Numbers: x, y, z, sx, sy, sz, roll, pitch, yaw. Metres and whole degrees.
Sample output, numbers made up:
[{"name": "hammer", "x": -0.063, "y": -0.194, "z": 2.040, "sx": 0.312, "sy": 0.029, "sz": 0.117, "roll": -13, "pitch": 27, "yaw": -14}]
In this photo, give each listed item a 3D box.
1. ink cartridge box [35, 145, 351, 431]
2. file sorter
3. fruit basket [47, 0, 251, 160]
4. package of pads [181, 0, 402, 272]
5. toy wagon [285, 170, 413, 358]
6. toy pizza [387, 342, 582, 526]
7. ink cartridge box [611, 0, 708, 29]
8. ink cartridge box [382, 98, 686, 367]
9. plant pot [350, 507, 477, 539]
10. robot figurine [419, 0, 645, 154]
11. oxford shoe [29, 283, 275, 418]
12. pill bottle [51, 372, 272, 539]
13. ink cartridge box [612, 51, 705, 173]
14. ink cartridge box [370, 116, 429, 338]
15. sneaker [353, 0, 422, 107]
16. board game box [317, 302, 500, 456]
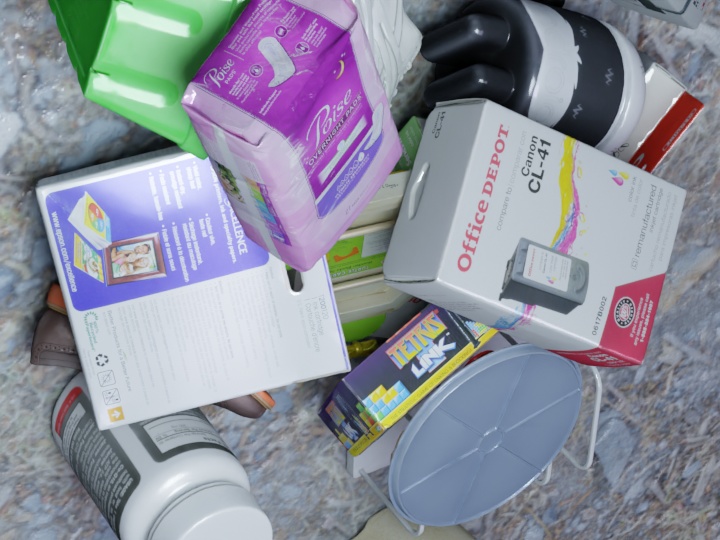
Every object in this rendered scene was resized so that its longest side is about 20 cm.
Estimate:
[{"name": "ink cartridge box", "x": -0.123, "y": 0.004, "z": 1.507, "sx": 0.198, "sy": 0.043, "sz": 0.200, "roll": -13, "pitch": 109, "yaw": -3}, {"name": "file sorter", "x": 0.104, "y": 0.136, "z": 1.844, "sx": 0.199, "sy": 0.125, "sz": 0.140, "roll": -18, "pitch": 132, "yaw": -24}, {"name": "fruit basket", "x": -0.101, "y": -0.165, "z": 1.387, "sx": 0.214, "sy": 0.216, "sz": 0.156, "roll": 1, "pitch": 122, "yaw": -38}, {"name": "package of pads", "x": -0.039, "y": -0.094, "z": 1.319, "sx": 0.121, "sy": 0.075, "sz": 0.200, "roll": -55, "pitch": 159, "yaw": -15}, {"name": "toy wagon", "x": 0.000, "y": 0.000, "z": 1.600, "sx": 0.154, "sy": 0.040, "sz": 0.201, "roll": -13, "pitch": 146, "yaw": -17}, {"name": "toy pizza", "x": 0.104, "y": 0.137, "z": 1.729, "sx": 0.199, "sy": 0.032, "sz": 0.201, "roll": -23, "pitch": 138, "yaw": -22}, {"name": "ink cartridge box", "x": 0.237, "y": -0.280, "z": 1.564, "sx": 0.148, "sy": 0.083, "sz": 0.200, "roll": -68, "pitch": 163, "yaw": 5}, {"name": "ink cartridge box", "x": 0.134, "y": -0.026, "z": 1.527, "sx": 0.199, "sy": 0.085, "sz": 0.149, "roll": 21, "pitch": 80, "yaw": -29}, {"name": "plant pot", "x": 0.073, "y": 0.326, "z": 1.929, "sx": 0.199, "sy": 0.184, "sz": 0.202, "roll": -21, "pitch": 133, "yaw": -24}, {"name": "robot figurine", "x": 0.139, "y": -0.152, "z": 1.628, "sx": 0.199, "sy": 0.125, "sz": 0.151, "roll": 7, "pitch": 112, "yaw": -41}, {"name": "oxford shoe", "x": -0.164, "y": 0.081, "z": 1.584, "sx": 0.199, "sy": 0.071, "sz": 0.073, "roll": 25, "pitch": 86, "yaw": -11}, {"name": "pill bottle", "x": -0.158, "y": 0.165, "z": 1.611, "sx": 0.113, "sy": 0.200, "sz": 0.115, "roll": -20, "pitch": 133, "yaw": -23}, {"name": "ink cartridge box", "x": 0.201, "y": -0.087, "z": 1.713, "sx": 0.043, "sy": 0.174, "sz": 0.200, "roll": 37, "pitch": 99, "yaw": -7}, {"name": "ink cartridge box", "x": 0.037, "y": -0.032, "z": 1.678, "sx": 0.116, "sy": 0.068, "sz": 0.200, "roll": 8, "pitch": 136, "yaw": -41}, {"name": "sneaker", "x": 0.010, "y": -0.154, "z": 1.568, "sx": 0.099, "sy": 0.078, "sz": 0.202, "roll": -19, "pitch": 125, "yaw": -36}, {"name": "board game box", "x": 0.050, "y": 0.071, "z": 1.657, "sx": 0.165, "sy": 0.057, "sz": 0.200, "roll": -39, "pitch": 175, "yaw": -13}]
